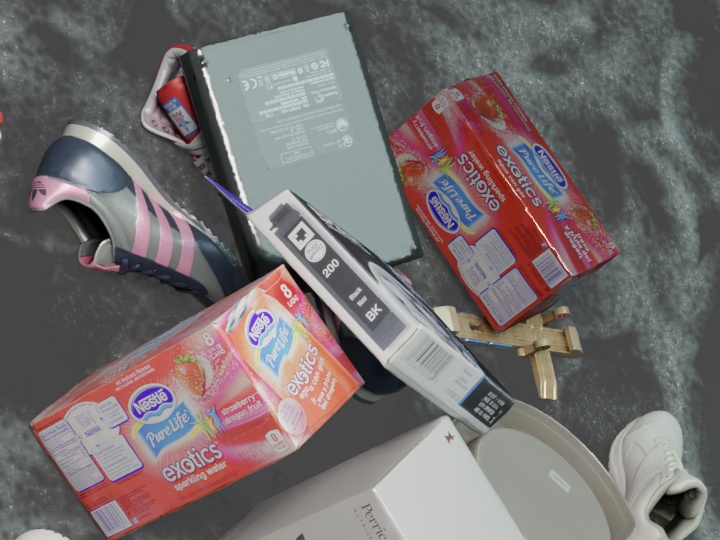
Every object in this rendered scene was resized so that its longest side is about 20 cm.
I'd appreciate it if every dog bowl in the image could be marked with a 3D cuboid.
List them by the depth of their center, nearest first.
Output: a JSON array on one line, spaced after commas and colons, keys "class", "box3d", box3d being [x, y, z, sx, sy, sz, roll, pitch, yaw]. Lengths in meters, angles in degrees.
[{"class": "dog bowl", "box3d": [0.136, 0.197, 1.730, 0.200, 0.059, 0.200, 32, 32, -22]}]

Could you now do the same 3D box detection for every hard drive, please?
[{"class": "hard drive", "box3d": [-0.043, -0.086, 1.625, 0.139, 0.033, 0.200, -17, 90, -24]}]

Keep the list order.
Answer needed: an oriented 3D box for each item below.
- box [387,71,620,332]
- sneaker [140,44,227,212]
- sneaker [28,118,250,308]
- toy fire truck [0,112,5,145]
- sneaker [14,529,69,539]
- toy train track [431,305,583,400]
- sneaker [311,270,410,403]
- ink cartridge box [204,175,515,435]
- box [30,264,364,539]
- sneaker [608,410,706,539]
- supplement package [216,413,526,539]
[{"class": "box", "box3d": [0.118, -0.061, 1.854, 0.200, 0.100, 0.095, 56, 36, 8]}, {"class": "sneaker", "box3d": [-0.104, -0.087, 1.657, 0.112, 0.071, 0.200, 12, 52, -49]}, {"class": "sneaker", "box3d": [-0.164, -0.017, 1.562, 0.200, 0.070, 0.082, 44, 63, -24]}, {"class": "toy fire truck", "box3d": [-0.318, -0.060, 1.407, 0.141, 0.049, 0.200, 35, 44, -30]}, {"class": "sneaker", "box3d": [-0.204, 0.261, 1.309, 0.130, 0.079, 0.199, -1, 78, -59]}, {"class": "toy train track", "box3d": [0.137, 0.052, 1.881, 0.200, 0.033, 0.115, 9, 60, -45]}, {"class": "sneaker", "box3d": [0.000, 0.000, 1.701, 0.070, 0.082, 0.200, -15, 78, -51]}, {"class": "ink cartridge box", "box3d": [0.003, 0.014, 1.470, 0.200, 0.043, 0.198, 45, 4, 28]}, {"class": "box", "box3d": [-0.112, 0.090, 1.427, 0.103, 0.200, 0.095, 55, 39, -6]}, {"class": "sneaker", "box3d": [0.271, 0.196, 1.890, 0.078, 0.099, 0.200, 44, 40, -21]}, {"class": "supplement package", "box3d": [-0.005, 0.203, 1.480, 0.117, 0.200, 0.117, 58, 37, -4]}]
